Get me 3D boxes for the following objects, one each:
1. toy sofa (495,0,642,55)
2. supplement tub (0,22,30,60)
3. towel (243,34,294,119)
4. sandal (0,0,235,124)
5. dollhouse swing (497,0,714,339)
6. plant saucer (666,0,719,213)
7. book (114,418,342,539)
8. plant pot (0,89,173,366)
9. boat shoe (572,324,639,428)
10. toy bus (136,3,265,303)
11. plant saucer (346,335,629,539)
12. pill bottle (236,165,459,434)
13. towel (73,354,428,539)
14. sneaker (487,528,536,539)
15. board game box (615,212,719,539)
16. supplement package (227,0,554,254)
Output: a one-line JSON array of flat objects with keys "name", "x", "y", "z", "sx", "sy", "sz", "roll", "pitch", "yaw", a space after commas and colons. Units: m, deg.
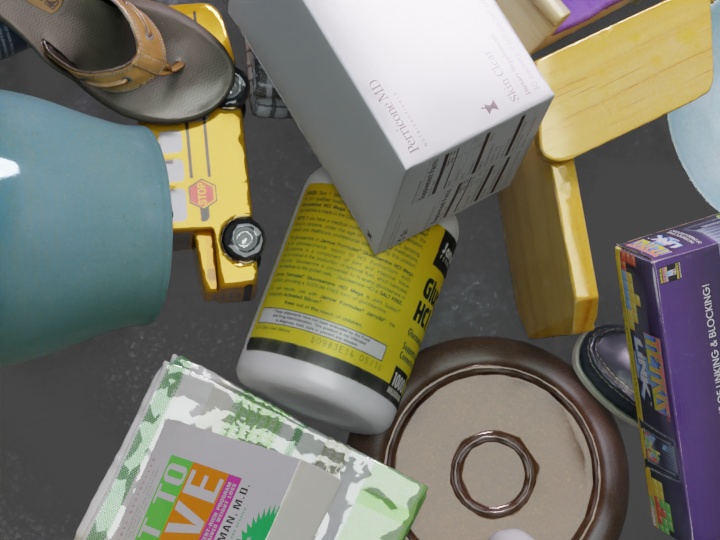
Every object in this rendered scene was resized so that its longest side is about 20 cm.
[{"name": "toy sofa", "x": 0.152, "y": -0.217, "z": 1.753, "sx": 0.083, "sy": 0.098, "sz": 0.200, "roll": 51, "pitch": 38, "yaw": 7}, {"name": "supplement tub", "x": -0.263, "y": -0.209, "z": 1.736, "sx": 0.200, "sy": 0.140, "sz": 0.141, "roll": -24, "pitch": 82, "yaw": -10}, {"name": "towel", "x": 0.000, "y": -0.206, "z": 1.782, "sx": 0.165, "sy": 0.086, "sz": 0.201, "roll": -2, "pitch": 73, "yaw": -7}, {"name": "sandal", "x": -0.167, "y": -0.157, "z": 1.681, "sx": 0.200, "sy": 0.055, "sz": 0.082, "roll": 36, "pitch": 93, "yaw": -28}, {"name": "dollhouse swing", "x": 0.172, "y": -0.070, "z": 1.725, "sx": 0.181, "sy": 0.200, "sz": 0.176, "roll": -25, "pitch": 91, "yaw": -10}, {"name": "plant saucer", "x": 0.312, "y": -0.110, "z": 1.826, "sx": 0.200, "sy": 0.039, "sz": 0.202, "roll": 1, "pitch": 79, "yaw": -6}, {"name": "book", "x": -0.093, "y": 0.172, "z": 1.601, "sx": 0.048, "sy": 0.200, "sz": 0.134, "roll": 30, "pitch": 80, "yaw": -25}, {"name": "plant pot", "x": -0.227, "y": -0.029, "z": 1.683, "sx": 0.187, "sy": 0.200, "sz": 0.201, "roll": -2, "pitch": 78, "yaw": -19}, {"name": "boat shoe", "x": 0.241, "y": 0.091, "z": 1.761, "sx": 0.200, "sy": 0.062, "sz": 0.075, "roll": 32, "pitch": 73, "yaw": -1}, {"name": "toy bus", "x": -0.112, "y": -0.079, "z": 1.762, "sx": 0.078, "sy": 0.065, "sz": 0.201, "roll": -5, "pitch": 79, "yaw": -6}, {"name": "plant saucer", "x": 0.088, "y": 0.141, "z": 1.755, "sx": 0.200, "sy": 0.032, "sz": 0.201, "roll": 1, "pitch": 79, "yaw": -6}, {"name": "pill bottle", "x": 0.000, "y": 0.000, "z": 1.733, "sx": 0.112, "sy": 0.112, "sz": 0.200, "roll": 21, "pitch": 77, "yaw": -1}, {"name": "towel", "x": -0.073, "y": 0.165, "z": 1.723, "sx": 0.200, "sy": 0.031, "sz": 0.150, "roll": 27, "pitch": 89, "yaw": 2}, {"name": "sneaker", "x": 0.162, "y": 0.234, "z": 1.712, "sx": 0.081, "sy": 0.076, "sz": 0.200, "roll": -46, "pitch": 106, "yaw": -10}, {"name": "board game box", "x": 0.259, "y": 0.059, "z": 1.662, "sx": 0.165, "sy": 0.057, "sz": 0.201, "roll": -18, "pitch": 109, "yaw": -21}, {"name": "supplement package", "x": 0.014, "y": -0.140, "z": 1.637, "sx": 0.111, "sy": 0.156, "sz": 0.200, "roll": -28, "pitch": 76, "yaw": -15}]
